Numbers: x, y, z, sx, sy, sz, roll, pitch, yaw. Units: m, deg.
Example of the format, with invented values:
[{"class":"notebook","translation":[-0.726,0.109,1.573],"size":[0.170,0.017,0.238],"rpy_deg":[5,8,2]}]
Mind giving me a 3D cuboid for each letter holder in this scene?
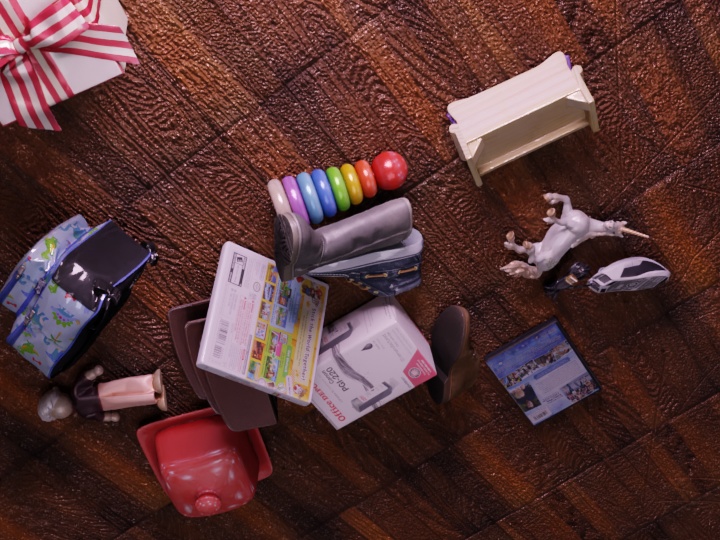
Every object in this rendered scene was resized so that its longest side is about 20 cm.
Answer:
[{"class":"letter holder","translation":[-0.219,0.150,1.508],"size":[0.140,0.101,0.202],"rpy_deg":[-12,127,0]}]

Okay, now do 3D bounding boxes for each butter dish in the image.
[{"class":"butter dish","translation":[-0.256,0.343,1.610],"size":[0.197,0.148,0.202],"rpy_deg":[-15,127,0]}]

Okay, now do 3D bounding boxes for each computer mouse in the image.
[{"class":"computer mouse","translation":[0.400,0.007,1.543],"size":[0.198,0.044,0.110],"rpy_deg":[-4,159,-15]}]

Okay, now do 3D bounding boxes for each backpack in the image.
[{"class":"backpack","translation":[-0.410,0.032,1.343],"size":[0.146,0.183,0.200],"rpy_deg":[37,118,-6]}]

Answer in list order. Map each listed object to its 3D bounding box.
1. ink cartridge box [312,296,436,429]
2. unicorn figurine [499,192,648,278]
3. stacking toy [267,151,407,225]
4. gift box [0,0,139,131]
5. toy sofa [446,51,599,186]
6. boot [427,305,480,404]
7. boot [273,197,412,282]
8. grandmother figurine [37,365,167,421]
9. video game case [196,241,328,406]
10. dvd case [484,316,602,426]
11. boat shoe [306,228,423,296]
[{"class":"ink cartridge box","translation":[0.002,0.148,1.556],"size":[0.199,0.085,0.146],"rpy_deg":[-29,125,13]},{"class":"unicorn figurine","translation":[0.315,-0.055,1.483],"size":[0.137,0.074,0.199],"rpy_deg":[27,132,-37]},{"class":"stacking toy","translation":[-0.028,-0.120,1.369],"size":[0.198,0.086,0.086],"rpy_deg":[-21,127,-4]},{"class":"gift box","translation":[-0.365,-0.284,1.113],"size":[0.183,0.188,0.201],"rpy_deg":[-25,125,9]},{"class":"toy sofa","translation":[0.226,-0.212,1.350],"size":[0.198,0.098,0.083],"rpy_deg":[-25,151,8]},{"class":"boot","translation":[0.162,0.132,1.595],"size":[0.075,0.074,0.202],"rpy_deg":[-14,134,-23]},{"class":"boot","translation":[-0.019,-0.055,1.331],"size":[0.198,0.073,0.182],"rpy_deg":[-14,167,-12]},{"class":"grandmother figurine","translation":[-0.415,0.202,1.536],"size":[0.198,0.061,0.123],"rpy_deg":[-10,118,-7]},{"class":"video game case","translation":[-0.139,0.078,1.417],"size":[0.181,0.202,0.023],"rpy_deg":[24,146,-25]},{"class":"dvd case","translation":[0.321,0.179,1.678],"size":[0.142,0.018,0.200],"rpy_deg":[-31,124,12]},{"class":"boat shoe","translation":[0.000,0.000,1.456],"size":[0.198,0.071,0.092],"rpy_deg":[-8,125,-6]}]
